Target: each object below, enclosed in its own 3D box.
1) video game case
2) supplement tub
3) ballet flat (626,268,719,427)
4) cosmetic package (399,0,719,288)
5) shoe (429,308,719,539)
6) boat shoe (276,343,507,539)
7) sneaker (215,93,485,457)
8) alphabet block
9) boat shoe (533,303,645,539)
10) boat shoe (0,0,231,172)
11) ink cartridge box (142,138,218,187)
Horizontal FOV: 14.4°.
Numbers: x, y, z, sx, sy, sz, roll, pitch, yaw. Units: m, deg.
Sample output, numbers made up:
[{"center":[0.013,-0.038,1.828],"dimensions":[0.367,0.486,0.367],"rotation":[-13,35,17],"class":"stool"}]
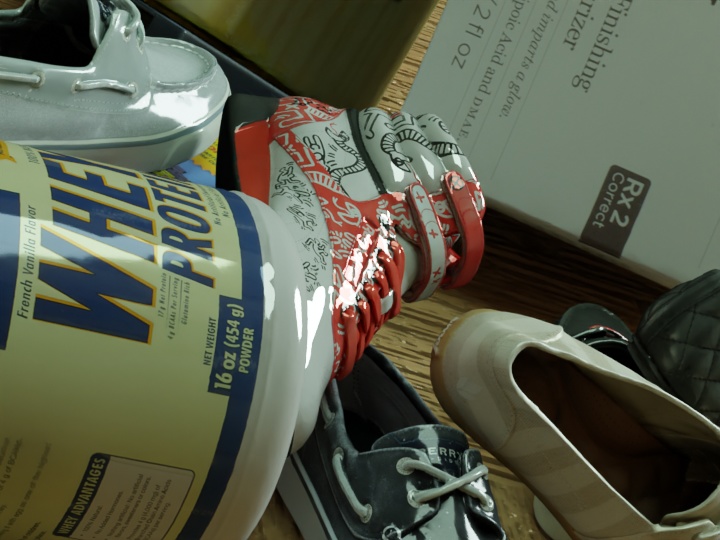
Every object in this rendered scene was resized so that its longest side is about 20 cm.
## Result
[{"center":[-0.058,-0.091,1.407],"dimensions":[0.142,0.019,0.200],"rotation":[32,2,-22],"class":"video game case"},{"center":[-0.133,0.026,1.019],"dimensions":[0.199,0.146,0.145],"rotation":[12,24,-23],"class":"supplement tub"},{"center":[0.187,0.065,1.267],"dimensions":[0.200,0.057,0.067],"rotation":[38,19,-47],"class":"ballet flat"},{"center":[0.139,-0.089,1.450],"dimensions":[0.199,0.166,0.165],"rotation":[23,2,7],"class":"cosmetic package"},{"center":[0.113,0.085,1.147],"dimensions":[0.200,0.070,0.053],"rotation":[37,-22,-22],"class":"shoe"},{"center":[0.022,0.093,1.108],"dimensions":[0.071,0.068,0.200],"rotation":[10,25,-26],"class":"boat shoe"},{"center":[0.000,-0.001,1.145],"dimensions":[0.107,0.068,0.202],"rotation":[4,38,-9],"class":"sneaker"},{"center":[-0.053,-0.221,1.504],"dimensions":[0.195,0.201,0.196],"rotation":[33,2,28],"class":"alphabet block"},{"center":[0.113,0.059,1.282],"dimensions":[0.073,0.063,0.202],"rotation":[19,21,-4],"class":"boat shoe"},{"center":[-0.120,-0.083,1.179],"dimensions":[0.070,0.072,0.200],"rotation":[35,28,30],"class":"boat shoe"},{"center":[-0.098,-0.032,1.278],"dimensions":[0.136,0.077,0.199],"rotation":[33,23,26],"class":"ink cartridge box"}]
